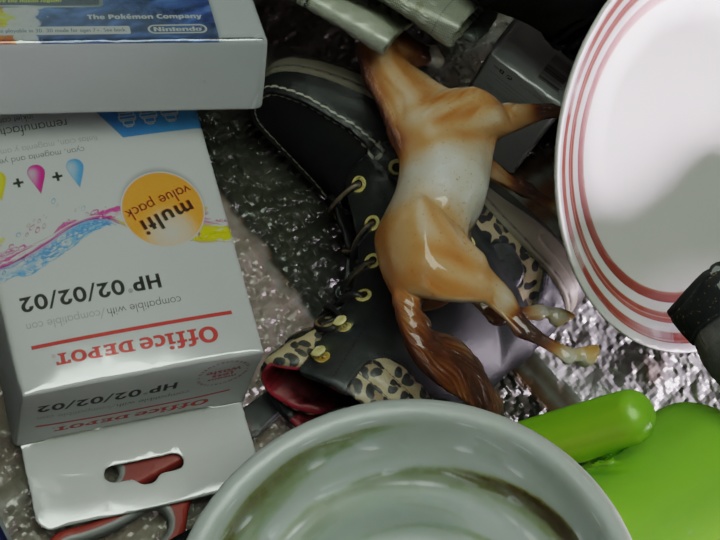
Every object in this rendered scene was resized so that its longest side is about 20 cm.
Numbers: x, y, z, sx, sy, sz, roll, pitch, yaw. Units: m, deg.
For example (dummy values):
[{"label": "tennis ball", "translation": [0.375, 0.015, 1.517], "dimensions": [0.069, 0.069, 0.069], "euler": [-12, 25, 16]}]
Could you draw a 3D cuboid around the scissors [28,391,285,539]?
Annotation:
[{"label": "scissors", "translation": [-0.066, 0.090, 0.866], "dimensions": [0.199, 0.014, 0.073], "euler": [-20, 67, -24]}]

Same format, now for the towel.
[{"label": "towel", "translation": [-0.013, -0.178, 0.919], "dimensions": [0.199, 0.035, 0.193], "euler": [27, 29, 7]}]

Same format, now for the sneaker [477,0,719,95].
[{"label": "sneaker", "translation": [0.136, -0.118, 0.874], "dimensions": [0.199, 0.073, 0.082], "euler": [7, 77, -34]}]

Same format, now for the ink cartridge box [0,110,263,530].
[{"label": "ink cartridge box", "translation": [-0.117, 0.009, 0.847], "dimensions": [0.115, 0.068, 0.201], "euler": [-10, 67, -18]}]

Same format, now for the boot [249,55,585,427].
[{"label": "boot", "translation": [0.000, 0.000, 0.883], "dimensions": [0.200, 0.073, 0.151], "euler": [40, 59, -4]}]

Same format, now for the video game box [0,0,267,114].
[{"label": "video game box", "translation": [-0.158, -0.143, 0.874], "dimensions": [0.199, 0.047, 0.183], "euler": [-3, 38, -16]}]

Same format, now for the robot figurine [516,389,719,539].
[{"label": "robot figurine", "translation": [0.132, 0.139, 0.840], "dimensions": [0.199, 0.116, 0.176], "euler": [-29, 99, -23]}]

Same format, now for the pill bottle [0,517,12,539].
[{"label": "pill bottle", "translation": [-0.206, 0.121, 0.744], "dimensions": [0.119, 0.120, 0.201], "euler": [-27, 93, -23]}]

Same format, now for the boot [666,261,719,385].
[{"label": "boot", "translation": [0.248, 0.043, 0.849], "dimensions": [0.199, 0.070, 0.132], "euler": [-19, 66, -26]}]

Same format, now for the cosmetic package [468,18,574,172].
[{"label": "cosmetic package", "translation": [0.128, -0.151, 0.976], "dimensions": [0.051, 0.083, 0.200], "euler": [36, 64, 4]}]

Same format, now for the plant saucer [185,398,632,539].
[{"label": "plant saucer", "translation": [0.019, 0.152, 0.748], "dimensions": [0.199, 0.050, 0.201], "euler": [-2, 57, 4]}]

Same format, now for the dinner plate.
[{"label": "dinner plate", "translation": [0.162, -0.060, 0.859], "dimensions": [0.199, 0.024, 0.201], "euler": [-9, 105, -37]}]

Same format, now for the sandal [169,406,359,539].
[{"label": "sandal", "translation": [-0.060, 0.141, 0.817], "dimensions": [0.200, 0.048, 0.075], "euler": [-42, 119, -8]}]

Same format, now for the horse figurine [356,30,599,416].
[{"label": "horse figurine", "translation": [0.052, -0.025, 0.844], "dimensions": [0.132, 0.050, 0.201], "euler": [19, 61, -19]}]
